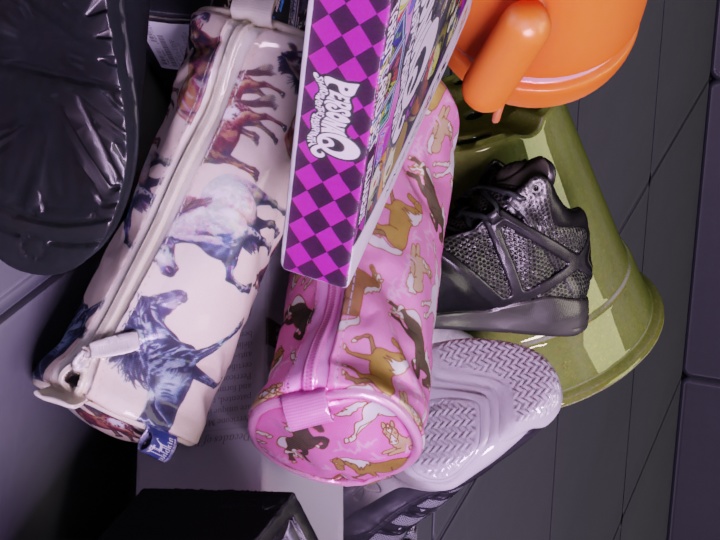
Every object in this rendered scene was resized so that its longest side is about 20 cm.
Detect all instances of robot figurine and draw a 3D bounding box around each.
[{"bbox_3d":[0.090,-0.159,0.946,0.201,0.115,0.145,91,-18,-59],"label":"robot figurine"}]

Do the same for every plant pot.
[{"bbox_3d":[0.098,-0.033,1.325,0.201,0.198,0.191,-60,140,-51],"label":"plant pot"}]

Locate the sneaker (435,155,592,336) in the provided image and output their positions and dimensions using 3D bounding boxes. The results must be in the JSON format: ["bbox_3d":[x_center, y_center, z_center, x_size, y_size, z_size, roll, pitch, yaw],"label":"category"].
[{"bbox_3d":[0.059,-0.021,1.194,0.076,0.197,0.116,-149,-117,-67],"label":"sneaker"}]

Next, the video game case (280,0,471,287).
[{"bbox_3d":[0.019,-0.122,0.755,0.201,0.035,0.182,99,11,-51],"label":"video game case"}]

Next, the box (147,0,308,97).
[{"bbox_3d":[-0.048,-0.168,0.967,0.159,0.046,0.202,64,37,-61],"label":"box"}]

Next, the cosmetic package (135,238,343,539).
[{"bbox_3d":[-0.056,0.056,0.919,0.102,0.073,0.202,39,46,-62],"label":"cosmetic package"}]

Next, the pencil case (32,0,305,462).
[{"bbox_3d":[-0.073,-0.020,0.835,0.202,0.077,0.089,-66,168,-2],"label":"pencil case"}]

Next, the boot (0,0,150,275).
[{"bbox_3d":[-0.104,-0.116,0.783,0.163,0.073,0.200,-58,154,-65],"label":"boot"}]

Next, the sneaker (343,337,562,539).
[{"bbox_3d":[0.024,0.111,1.002,0.114,0.199,0.076,51,15,-52],"label":"sneaker"}]

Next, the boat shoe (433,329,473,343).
[{"bbox_3d":[0.007,0.114,1.250,0.203,0.086,0.075,-57,178,24],"label":"boat shoe"}]

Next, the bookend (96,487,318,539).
[{"bbox_3d":[-0.072,0.228,0.771,0.200,0.091,0.200,-47,122,-42],"label":"bookend"}]

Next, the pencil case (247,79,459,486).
[{"bbox_3d":[0.000,0.000,0.876,0.083,0.086,0.202,-37,-144,47],"label":"pencil case"}]
